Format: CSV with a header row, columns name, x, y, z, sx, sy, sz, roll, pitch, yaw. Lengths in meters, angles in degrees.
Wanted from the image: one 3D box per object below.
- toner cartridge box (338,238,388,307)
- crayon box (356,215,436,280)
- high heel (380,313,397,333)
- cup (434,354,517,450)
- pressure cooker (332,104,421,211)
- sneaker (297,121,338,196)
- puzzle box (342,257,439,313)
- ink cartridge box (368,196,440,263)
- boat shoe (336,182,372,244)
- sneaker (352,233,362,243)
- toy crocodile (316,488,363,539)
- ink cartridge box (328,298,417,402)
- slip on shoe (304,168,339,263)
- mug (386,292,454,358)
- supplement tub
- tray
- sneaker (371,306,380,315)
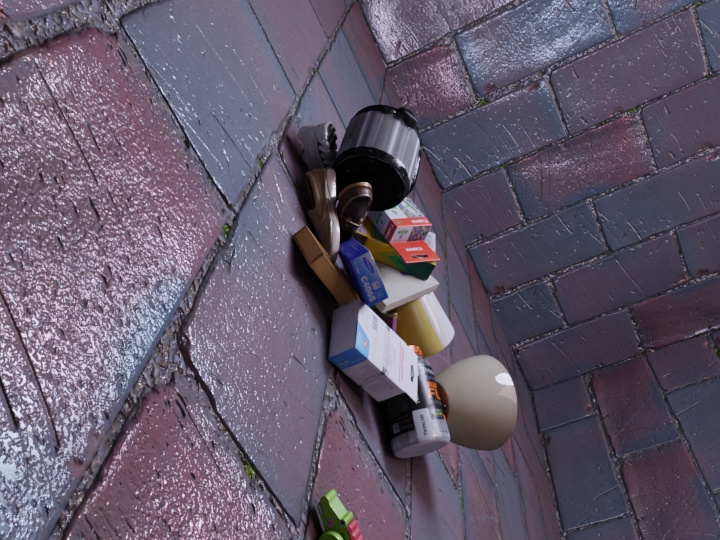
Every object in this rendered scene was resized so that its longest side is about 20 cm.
name,x,y,z,sx,sy,sz,roll,pitch,yaw
toner cartridge box,0.000,0.000,1.360,0.200,0.043,0.096,-135,-160,-76
crayon box,0.072,-0.066,1.594,0.197,0.052,0.127,22,35,-10
high heel,0.026,0.146,1.462,0.199,0.066,0.098,-2,103,-59
cup,0.210,0.282,1.492,0.141,0.200,0.203,3,60,-31
pressure cooker,0.041,-0.253,1.511,0.180,0.173,0.202,74,26,-48
sneaker,-0.085,-0.229,1.528,0.076,0.080,0.202,-69,157,-47
puzzle box,0.071,0.017,1.553,0.198,0.026,0.133,-17,54,-47
ink cartridge box,0.095,-0.103,1.564,0.108,0.051,0.201,-5,45,-37
boat shoe,-0.019,-0.112,1.452,0.200,0.069,0.072,125,-40,-66
sneaker,0.027,-0.056,1.675,0.201,0.070,0.073,58,19,-27
toy crocodile,-0.011,0.404,0.974,0.203,0.061,0.067,71,16,10
ink cartridge box,0.028,0.163,1.326,0.200,0.067,0.117,45,35,-33
slip on shoe,-0.079,-0.109,1.424,0.076,0.059,0.204,145,-56,-72
mug,0.124,0.111,1.633,0.187,0.147,0.155,-71,141,-64
supplement tub,0.100,0.263,1.423,0.122,0.121,0.203,39,33,-60
tray,-0.053,0.014,1.334,0.201,0.037,0.099,56,0,-43
sneaker,0.024,0.043,1.579,0.084,0.079,0.201,29,32,-7
